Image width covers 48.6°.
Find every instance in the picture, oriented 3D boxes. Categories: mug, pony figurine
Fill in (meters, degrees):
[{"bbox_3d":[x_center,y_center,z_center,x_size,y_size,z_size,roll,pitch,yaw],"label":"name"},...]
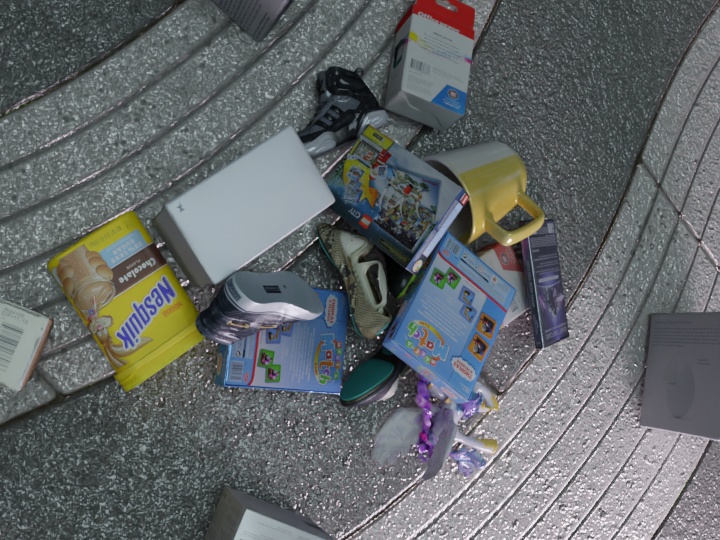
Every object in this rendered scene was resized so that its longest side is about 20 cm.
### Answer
[{"bbox_3d":[0.192,-0.116,1.265,0.151,0.149,0.189,-26,82,-28],"label":"mug"},{"bbox_3d":[0.125,0.237,1.227,0.199,0.165,0.196,35,72,-34],"label":"pony figurine"}]

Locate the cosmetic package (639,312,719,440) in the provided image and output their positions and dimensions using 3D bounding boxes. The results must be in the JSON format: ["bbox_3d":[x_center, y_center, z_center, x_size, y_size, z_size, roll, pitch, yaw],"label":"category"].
[{"bbox_3d":[0.594,0.181,1.352,0.120,0.199,0.205,11,84,-18],"label":"cosmetic package"}]

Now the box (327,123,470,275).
[{"bbox_3d":[0.044,-0.107,1.167,0.138,0.199,0.038,-54,149,5],"label":"box"}]

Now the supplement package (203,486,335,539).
[{"bbox_3d":[-0.148,0.434,1.101,0.148,0.151,0.204,26,79,-17],"label":"supplement package"}]

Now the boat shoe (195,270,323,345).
[{"bbox_3d":[-0.135,0.052,1.077,0.091,0.199,0.072,-40,65,21],"label":"boat shoe"}]

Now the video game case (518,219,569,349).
[{"bbox_3d":[0.305,0.018,1.318,0.142,0.019,0.205,-6,89,-59],"label":"video game case"}]

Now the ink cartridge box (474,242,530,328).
[{"bbox_3d":[0.175,0.048,1.270,0.198,0.067,0.118,-29,97,-30],"label":"ink cartridge box"}]

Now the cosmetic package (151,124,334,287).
[{"bbox_3d":[-0.167,-0.081,1.100,0.198,0.199,0.124,-36,98,-17],"label":"cosmetic package"}]

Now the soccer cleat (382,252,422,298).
[{"bbox_3d":[0.054,-0.040,1.215,0.080,0.068,0.202,26,43,-14],"label":"soccer cleat"}]

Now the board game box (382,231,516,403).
[{"bbox_3d":[0.136,0.068,1.179,0.150,0.036,0.202,38,61,-15],"label":"board game box"}]

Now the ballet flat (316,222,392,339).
[{"bbox_3d":[0.000,0.000,1.188,0.067,0.075,0.203,8,53,-51],"label":"ballet flat"}]

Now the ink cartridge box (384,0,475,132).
[{"bbox_3d":[0.114,-0.340,1.275,0.114,0.067,0.204,17,68,-19],"label":"ink cartridge box"}]

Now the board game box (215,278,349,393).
[{"bbox_3d":[-0.109,0.096,1.163,0.197,0.036,0.155,10,83,-35],"label":"board game box"}]

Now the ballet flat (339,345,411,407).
[{"bbox_3d":[0.044,0.151,1.222,0.073,0.073,0.200,48,57,-11],"label":"ballet flat"}]

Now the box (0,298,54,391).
[{"bbox_3d":[-0.437,0.088,0.991,0.076,0.199,0.097,23,80,-16],"label":"box"}]

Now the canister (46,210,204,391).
[{"bbox_3d":[-0.318,0.040,1.099,0.147,0.086,0.202,-35,97,-19],"label":"canister"}]

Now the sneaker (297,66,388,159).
[{"bbox_3d":[-0.058,-0.240,1.218,0.197,0.075,0.116,-27,95,-25],"label":"sneaker"}]

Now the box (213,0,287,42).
[{"bbox_3d":[-0.172,-0.453,1.129,0.199,0.183,0.106,40,76,-14],"label":"box"}]
